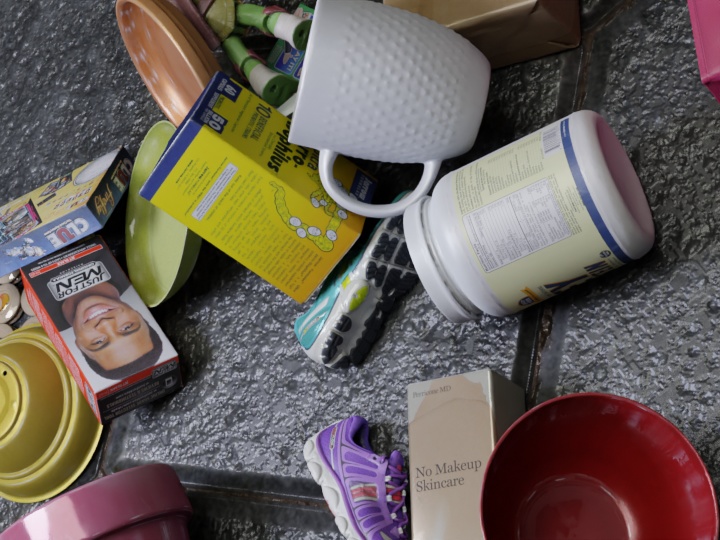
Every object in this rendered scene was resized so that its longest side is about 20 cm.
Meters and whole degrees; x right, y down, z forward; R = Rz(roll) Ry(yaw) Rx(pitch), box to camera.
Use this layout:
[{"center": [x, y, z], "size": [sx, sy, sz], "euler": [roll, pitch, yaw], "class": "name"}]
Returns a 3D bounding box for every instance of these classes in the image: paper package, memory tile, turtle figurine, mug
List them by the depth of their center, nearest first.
[{"center": [0.025, -0.151, 1.511], "size": [0.174, 0.148, 0.202], "euler": [12, 90, -4], "class": "mug"}, {"center": [0.121, -0.314, 1.609], "size": [0.189, 0.103, 0.202], "euler": [-12, 66, 28], "class": "paper package"}, {"center": [-0.116, -0.252, 1.706], "size": [0.144, 0.201, 0.194], "euler": [-41, 52, -18], "class": "turtle figurine"}, {"center": [-0.373, 0.052, 1.813], "size": [0.152, 0.017, 0.202], "euler": [-12, 66, 27], "class": "memory tile"}]

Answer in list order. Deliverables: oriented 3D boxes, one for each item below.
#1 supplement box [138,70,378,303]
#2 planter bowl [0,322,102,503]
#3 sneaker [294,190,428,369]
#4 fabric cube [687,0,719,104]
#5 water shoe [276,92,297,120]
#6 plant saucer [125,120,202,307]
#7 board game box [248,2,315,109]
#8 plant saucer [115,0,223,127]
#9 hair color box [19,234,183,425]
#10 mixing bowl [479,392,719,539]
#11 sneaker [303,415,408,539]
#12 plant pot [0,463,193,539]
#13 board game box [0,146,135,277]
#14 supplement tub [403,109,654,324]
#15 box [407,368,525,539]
[{"center": [-0.099, -0.083, 1.563], "size": [0.110, 0.199, 0.109], "euler": [-49, 13, 32], "class": "supplement box"}, {"center": [-0.382, 0.149, 1.724], "size": [0.199, 0.083, 0.202], "euler": [-7, 75, 26], "class": "planter bowl"}, {"center": [0.000, 0.000, 1.577], "size": [0.201, 0.077, 0.080], "euler": [-55, 46, 1], "class": "sneaker"}, {"center": [0.399, -0.236, 1.351], "size": [0.198, 0.200, 0.198], "euler": [-16, 65, 25], "class": "fabric cube"}, {"center": [-0.078, -0.117, 1.635], "size": [0.200, 0.071, 0.079], "euler": [-42, 60, 13], "class": "water shoe"}, {"center": [-0.208, -0.060, 1.700], "size": [0.200, 0.031, 0.202], "euler": [-18, 70, 62], "class": "plant saucer"}, {"center": [-0.066, -0.180, 1.713], "size": [0.134, 0.029, 0.201], "euler": [30, 88, 35], "class": "board game box"}, {"center": [-0.189, -0.210, 1.670], "size": [0.037, 0.201, 0.200], "euler": [-34, 52, -17], "class": "plant saucer"}, {"center": [-0.281, 0.061, 1.701], "size": [0.101, 0.061, 0.200], "euler": [-25, 54, -20], "class": "hair color box"}, {"center": [0.191, 0.213, 1.332], "size": [0.198, 0.108, 0.202], "euler": [1, 70, -4], "class": "mixing bowl"}, {"center": [0.016, 0.215, 1.479], "size": [0.083, 0.081, 0.201], "euler": [-37, 56, 6], "class": "sneaker"}, {"center": [-0.237, 0.313, 1.534], "size": [0.199, 0.200, 0.180], "euler": [-31, 73, 17], "class": "plant pot"}, {"center": [-0.357, -0.058, 1.789], "size": [0.199, 0.035, 0.136], "euler": [-23, 25, 25], "class": "board game box"}, {"center": [0.155, -0.045, 1.455], "size": [0.199, 0.145, 0.146], "euler": [-25, 60, 21], "class": "supplement tub"}, {"center": [0.100, 0.200, 1.432], "size": [0.094, 0.078, 0.202], "euler": [-15, 64, 26], "class": "box"}]
